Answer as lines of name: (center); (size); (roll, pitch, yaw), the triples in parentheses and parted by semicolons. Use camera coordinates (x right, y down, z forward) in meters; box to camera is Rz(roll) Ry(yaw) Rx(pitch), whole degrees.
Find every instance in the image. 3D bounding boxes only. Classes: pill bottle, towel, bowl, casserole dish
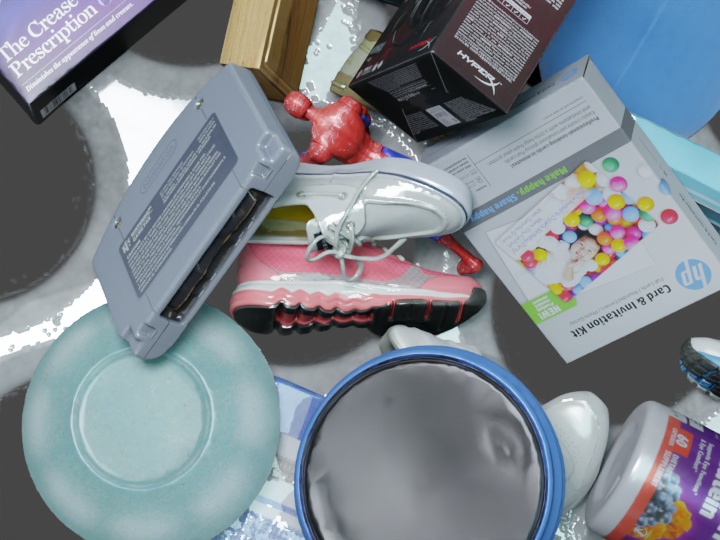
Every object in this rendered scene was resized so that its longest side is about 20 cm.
pill bottle: (0.281, 0.190, 1.478); (0.200, 0.111, 0.112); (26, 82, -2)
towel: (-0.084, 0.179, 1.492); (0.147, 0.024, 0.200); (22, 82, -3)
bowl: (0.047, 0.153, 1.409); (0.200, 0.039, 0.201); (-2, 81, 10)
casserole dish: (0.240, -0.064, 1.497); (0.200, 0.121, 0.039); (25, 76, -2)

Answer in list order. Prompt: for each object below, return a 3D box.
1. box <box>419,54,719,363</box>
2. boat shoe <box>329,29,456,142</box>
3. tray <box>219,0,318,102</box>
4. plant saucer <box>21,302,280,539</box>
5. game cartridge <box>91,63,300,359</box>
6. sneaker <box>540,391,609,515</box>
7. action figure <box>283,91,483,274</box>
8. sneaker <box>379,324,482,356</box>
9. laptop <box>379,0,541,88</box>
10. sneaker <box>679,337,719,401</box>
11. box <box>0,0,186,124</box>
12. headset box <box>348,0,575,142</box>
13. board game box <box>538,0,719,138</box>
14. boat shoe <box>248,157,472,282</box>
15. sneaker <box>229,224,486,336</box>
box: (0.162, -0.041, 1.458); (0.156, 0.041, 0.200); (-28, 112, 30)
boat shoe: (0.069, -0.105, 1.517); (0.201, 0.073, 0.063); (39, 96, 1)
tray: (-0.056, -0.239, 1.501); (0.037, 0.099, 0.200); (11, 82, 17)
plant saucer: (-0.161, 0.113, 1.467); (0.200, 0.039, 0.202); (-1, 79, 5)
game cartridge: (-0.125, -0.048, 1.440); (0.041, 0.133, 0.200); (24, 115, -32)
sneaker: (0.119, 0.170, 1.471); (0.075, 0.100, 0.200); (43, 81, 9)
action figure: (0.010, -0.076, 1.515); (0.200, 0.099, 0.065); (38, 78, -22)
sneaker: (0.014, 0.133, 1.475); (0.099, 0.078, 0.200); (25, 73, -12)
laptop: (0.096, -0.262, 1.565); (0.200, 0.103, 0.178); (31, 82, -27)
sneaker: (0.345, 0.071, 1.525); (0.200, 0.075, 0.087); (15, 75, -11)
box: (-0.221, -0.234, 1.501); (0.200, 0.079, 0.141); (-41, 86, -8)
headset box: (0.095, -0.202, 1.423); (0.075, 0.149, 0.200); (37, 73, -17)
board game box: (0.216, -0.190, 1.533); (0.200, 0.039, 0.158); (28, 94, -31)
boat shoe: (-0.021, -0.035, 1.439); (0.201, 0.075, 0.086); (6, 50, 13)
sneaker: (0.000, 0.000, 1.496); (0.200, 0.074, 0.087); (2, 67, -10)
